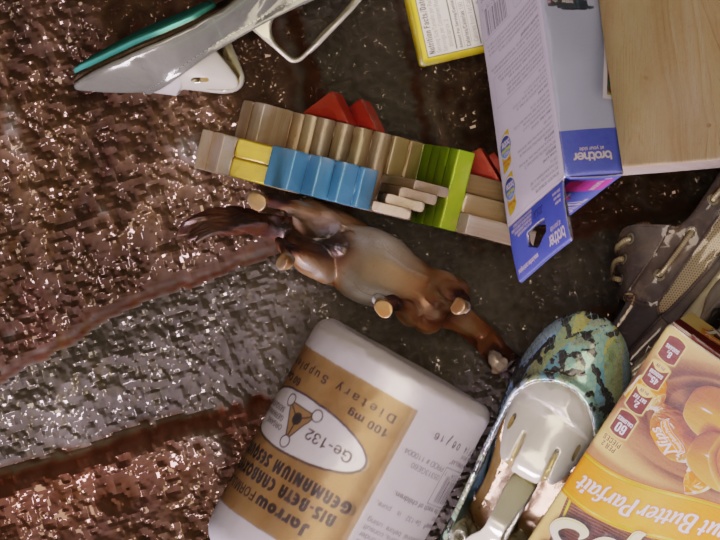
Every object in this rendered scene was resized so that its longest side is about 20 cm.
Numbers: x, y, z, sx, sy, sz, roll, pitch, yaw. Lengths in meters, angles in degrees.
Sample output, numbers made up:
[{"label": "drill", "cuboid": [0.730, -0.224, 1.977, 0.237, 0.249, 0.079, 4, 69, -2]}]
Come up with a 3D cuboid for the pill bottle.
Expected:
[{"label": "pill bottle", "cuboid": [-0.021, 0.139, 1.495, 0.114, 0.114, 0.201, 29, 90, -1]}]

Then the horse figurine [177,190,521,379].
[{"label": "horse figurine", "cuboid": [0.000, 0.000, 1.501, 0.199, 0.133, 0.050, 25, 94, 12]}]

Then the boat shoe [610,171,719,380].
[{"label": "boat shoe", "cuboid": [0.179, 0.004, 1.526, 0.200, 0.075, 0.073, -43, 80, -7]}]

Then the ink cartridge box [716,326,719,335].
[{"label": "ink cartridge box", "cuboid": [0.218, 0.137, 1.481, 0.146, 0.084, 0.201, 33, 106, 10]}]

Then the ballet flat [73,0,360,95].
[{"label": "ballet flat", "cuboid": [-0.068, -0.137, 1.516, 0.199, 0.067, 0.064, -30, 98, 0]}]

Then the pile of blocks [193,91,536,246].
[{"label": "pile of blocks", "cuboid": [0.008, -0.065, 1.509, 0.199, 0.082, 0.063, 13, 90, -1]}]

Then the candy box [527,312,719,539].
[{"label": "candy box", "cuboid": [0.166, 0.138, 1.423, 0.115, 0.055, 0.201, 35, 105, 13]}]

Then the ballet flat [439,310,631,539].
[{"label": "ballet flat", "cuboid": [0.094, 0.117, 1.481, 0.074, 0.074, 0.201, 20, 117, -1]}]

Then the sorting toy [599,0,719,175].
[{"label": "sorting toy", "cuboid": [0.213, -0.152, 1.496, 0.197, 0.070, 0.201, -5, 76, -8]}]

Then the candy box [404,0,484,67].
[{"label": "candy box", "cuboid": [0.062, -0.226, 1.535, 0.102, 0.026, 0.201, -12, 91, -1]}]

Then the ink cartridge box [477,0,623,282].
[{"label": "ink cartridge box", "cuboid": [0.102, -0.103, 1.448, 0.042, 0.119, 0.201, -2, 79, -12]}]
